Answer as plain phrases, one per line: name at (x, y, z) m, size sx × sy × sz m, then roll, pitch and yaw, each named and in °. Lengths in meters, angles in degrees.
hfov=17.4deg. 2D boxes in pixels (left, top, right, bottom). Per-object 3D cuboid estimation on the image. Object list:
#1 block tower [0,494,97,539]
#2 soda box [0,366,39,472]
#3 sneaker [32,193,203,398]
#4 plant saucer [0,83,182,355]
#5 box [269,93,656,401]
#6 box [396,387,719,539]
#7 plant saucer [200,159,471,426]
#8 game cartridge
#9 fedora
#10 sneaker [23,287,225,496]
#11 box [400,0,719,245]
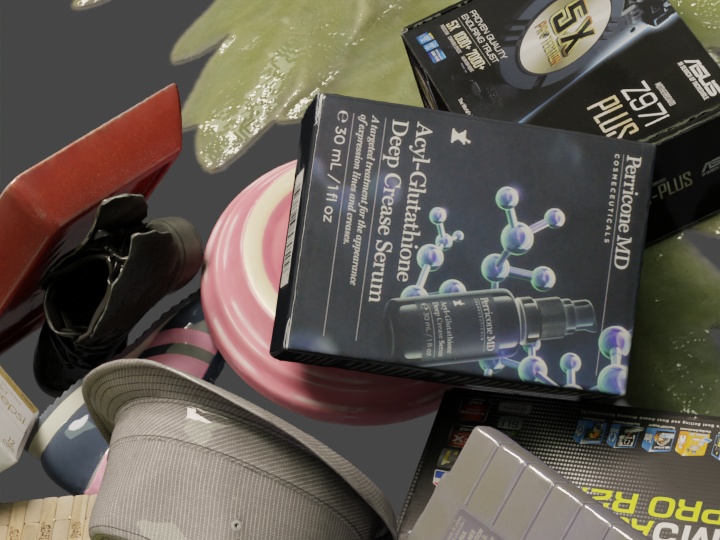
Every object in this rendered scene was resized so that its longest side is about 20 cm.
block tower at (-0.177, 0.173, 1.424) m, size 0.199 × 0.054 × 0.058 m, roll -8°, pitch 47°, yaw 13°
soda box at (-0.296, 0.124, 1.444) m, size 0.200 × 0.068 × 0.064 m, roll -31°, pitch 20°, yaw 22°
sneaker at (-0.169, 0.020, 1.462) m, size 0.200 × 0.104 × 0.060 m, roll -45°, pitch 76°, yaw 32°
plant saucer at (-0.198, -0.011, 1.488) m, size 0.037 × 0.200 × 0.200 m, roll 42°, pitch 33°, yaw 5°
box at (0.057, -0.010, 1.370) m, size 0.199 × 0.107 × 0.149 m, roll 8°, pitch 85°, yaw -7°
box at (0.122, 0.151, 1.342) m, size 0.199 × 0.044 × 0.160 m, roll 6°, pitch 52°, yaw 24°
plant saucer at (0.000, 0.000, 1.474) m, size 0.200 × 0.051 × 0.201 m, roll 2°, pitch 56°, yaw -3°
game cartridge at (0.063, 0.198, 1.263) m, size 0.130 × 0.038 × 0.200 m, roll 36°, pitch 101°, yaw 40°
fedora at (-0.079, 0.140, 1.294) m, size 0.177 × 0.200 × 0.090 m, roll -21°, pitch 40°, yaw 55°
sneaker at (-0.115, 0.077, 1.492) m, size 0.200 × 0.070 × 0.082 m, roll -40°, pitch 76°, yaw -22°
box at (0.141, -0.106, 1.535) m, size 0.163 × 0.086 × 0.200 m, roll -24°, pitch 46°, yaw -3°
